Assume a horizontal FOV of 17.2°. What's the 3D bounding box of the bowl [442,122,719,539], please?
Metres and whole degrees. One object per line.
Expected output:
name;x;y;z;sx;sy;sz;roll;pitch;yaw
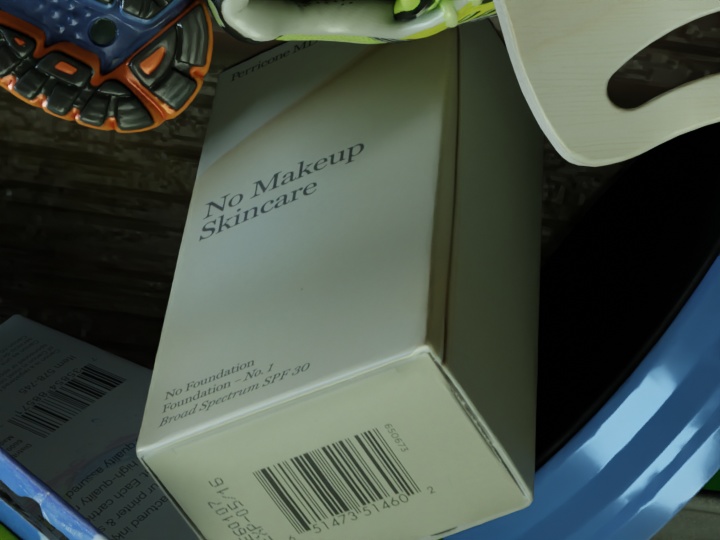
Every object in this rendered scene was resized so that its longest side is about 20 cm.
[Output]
bowl;0.091;0.019;0.782;0.039;0.201;0.201;37;124;-9

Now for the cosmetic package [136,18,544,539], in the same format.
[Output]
cosmetic package;0.000;0.000;0.773;0.103;0.200;0.073;-22;124;20

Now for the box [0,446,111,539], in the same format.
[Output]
box;-0.122;0.139;0.745;0.122;0.048;0.200;36;139;20

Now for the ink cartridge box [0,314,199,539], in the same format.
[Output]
ink cartridge box;-0.093;0.134;0.866;0.200;0.145;0.145;19;132;37

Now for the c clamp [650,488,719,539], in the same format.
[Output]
c clamp;0.152;0.140;0.847;0.170;0.027;0.200;8;130;14

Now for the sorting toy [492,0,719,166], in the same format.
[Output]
sorting toy;0.107;-0.121;0.686;0.199;0.107;0.181;-5;104;10

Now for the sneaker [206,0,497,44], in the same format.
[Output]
sneaker;0.044;-0.106;0.763;0.199;0.077;0.076;-11;125;13

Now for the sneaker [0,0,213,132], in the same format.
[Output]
sneaker;-0.139;-0.103;0.784;0.200;0.078;0.075;32;92;1

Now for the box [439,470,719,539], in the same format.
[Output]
box;0.097;0.152;0.955;0.199;0.097;0.177;4;127;1
